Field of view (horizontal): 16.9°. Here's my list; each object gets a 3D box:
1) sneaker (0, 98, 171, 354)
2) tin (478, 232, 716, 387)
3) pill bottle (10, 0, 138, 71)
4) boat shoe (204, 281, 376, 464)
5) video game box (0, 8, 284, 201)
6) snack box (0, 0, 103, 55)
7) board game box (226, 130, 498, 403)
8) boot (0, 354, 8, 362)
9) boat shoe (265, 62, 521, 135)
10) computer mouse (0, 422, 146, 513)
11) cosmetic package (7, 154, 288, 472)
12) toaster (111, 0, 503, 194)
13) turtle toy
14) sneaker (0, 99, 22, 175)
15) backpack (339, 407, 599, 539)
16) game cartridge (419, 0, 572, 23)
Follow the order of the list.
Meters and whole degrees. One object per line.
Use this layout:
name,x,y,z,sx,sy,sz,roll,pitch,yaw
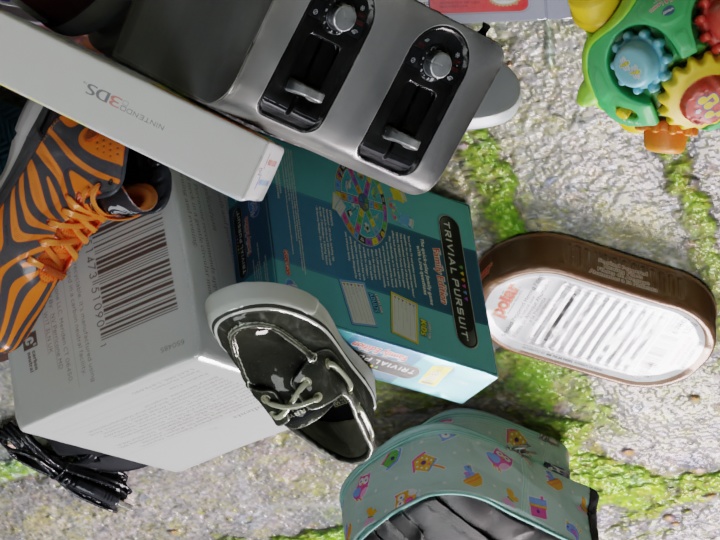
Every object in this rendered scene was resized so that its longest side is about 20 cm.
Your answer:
sneaker,-0.199,-0.034,1.650,0.111,0.202,0.077,13,174,35
tin,0.182,0.033,1.881,0.198,0.042,0.112,16,133,-13
pill bottle,-0.199,-0.222,1.573,0.109,0.110,0.200,-31,127,33
boat shoe,-0.039,0.071,1.642,0.070,0.064,0.200,-21,146,20
video game box,-0.148,-0.104,1.523,0.199,0.182,0.047,26,94,0
snack box,-0.277,-0.173,1.699,0.198,0.024,0.072,11,137,-7
board game box,0.000,0.000,1.741,0.199,0.152,0.047,18,140,-34
boot,-0.294,0.063,1.933,0.165,0.073,0.200,-2,151,-7
boat shoe,0.015,-0.122,1.706,0.198,0.069,0.057,5,147,9
computer mouse,-0.203,0.141,2.023,0.138,0.053,0.200,32,132,-26
cosmetic package,-0.138,0.033,1.762,0.164,0.166,0.200,-22,156,25
toaster,-0.042,-0.146,1.524,0.180,0.200,0.119,23,94,-39
turtle toy,0.235,-0.152,1.608,0.199,0.102,0.146,-27,138,5
sneaker,-0.295,-0.091,1.766,0.080,0.077,0.200,-6,147,46
backpack,0.082,0.205,1.993,0.199,0.154,0.176,22,134,-33
game cartridge,0.063,-0.223,1.607,0.198,0.041,0.134,-2,134,7
